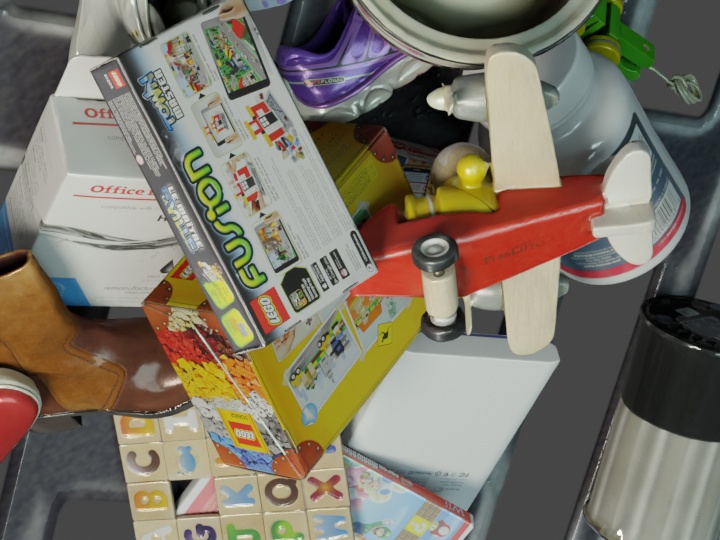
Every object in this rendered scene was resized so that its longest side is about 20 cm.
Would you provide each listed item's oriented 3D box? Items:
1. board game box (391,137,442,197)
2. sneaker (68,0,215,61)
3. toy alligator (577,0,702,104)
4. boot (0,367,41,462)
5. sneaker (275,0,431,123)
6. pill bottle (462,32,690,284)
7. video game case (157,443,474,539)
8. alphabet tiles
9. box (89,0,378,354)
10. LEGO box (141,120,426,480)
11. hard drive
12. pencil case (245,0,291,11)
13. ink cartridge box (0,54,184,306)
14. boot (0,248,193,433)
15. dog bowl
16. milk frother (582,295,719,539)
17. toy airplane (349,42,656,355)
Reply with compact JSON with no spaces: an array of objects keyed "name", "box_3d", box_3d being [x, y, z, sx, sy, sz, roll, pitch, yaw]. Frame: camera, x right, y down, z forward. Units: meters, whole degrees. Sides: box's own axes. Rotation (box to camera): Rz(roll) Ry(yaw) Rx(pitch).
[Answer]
[{"name":"board game box","box_3d":[0.000,0.000,1.612,0.151,0.046,0.201,13,108,-29]},{"name":"sneaker","box_3d":[-0.144,-0.144,1.436,0.073,0.116,0.201,-12,119,-22]},{"name":"toy alligator","box_3d":[0.175,-0.171,1.612,0.054,0.059,0.200,-23,135,37]},{"name":"boot","box_3d":[-0.282,0.168,1.464,0.072,0.145,0.200,29,121,-35]},{"name":"sneaker","box_3d":[0.029,-0.182,1.525,0.200,0.081,0.084,-36,111,-9]},{"name":"pill bottle","box_3d":[0.153,-0.090,1.576,0.120,0.120,0.200,-41,135,-2]},{"name":"video game case","box_3d":[-0.034,0.195,1.656,0.200,0.017,0.143,30,114,-17]},{"name":"alphabet tiles","box_3d":[-0.097,0.122,1.600,0.166,0.008,0.201,-4,115,7]},{"name":"box","box_3d":[-0.077,-0.062,1.360,0.110,0.035,0.201,-33,100,-37]},{"name":"LEGO box","box_3d":[-0.037,0.017,1.473,0.200,0.077,0.149,-50,131,-34]},{"name":"hard drive","box_3d":[0.053,0.121,1.654,0.131,0.025,0.200,5,136,-22]},{"name":"pencil case","box_3d":[-0.097,-0.264,1.415,0.083,0.091,0.200,-32,124,3]},{"name":"ink cartridge box","box_3d":[-0.162,-0.055,1.439,0.115,0.067,0.200,1,147,-25]},{"name":"boot","box_3d":[-0.190,0.031,1.467,0.188,0.069,0.200,-9,148,13]},{"name":"dog bowl","box_3d":[0.071,-0.226,1.473,0.199,0.074,0.201,2,79,-10]},{"name":"milk frother","box_3d":[0.304,0.144,1.732,0.180,0.200,0.189,1,113,-29]},{"name":"toy airplane","box_3d":[0.101,-0.046,1.462,0.199,0.141,0.200,22,111,-38]}]
